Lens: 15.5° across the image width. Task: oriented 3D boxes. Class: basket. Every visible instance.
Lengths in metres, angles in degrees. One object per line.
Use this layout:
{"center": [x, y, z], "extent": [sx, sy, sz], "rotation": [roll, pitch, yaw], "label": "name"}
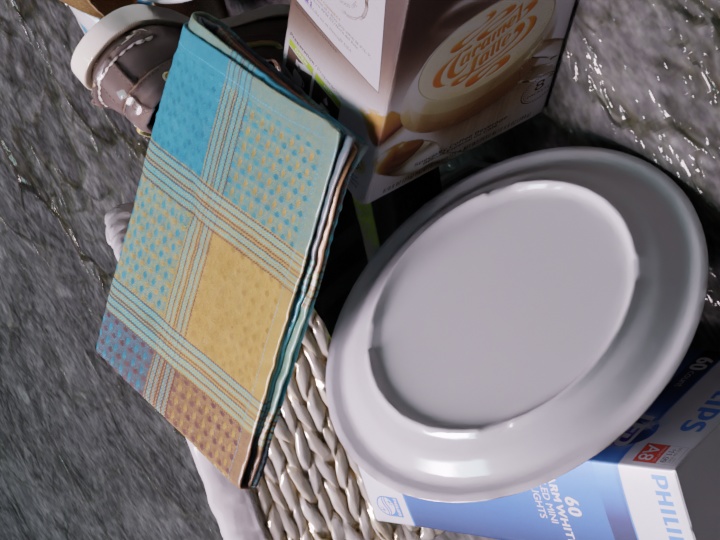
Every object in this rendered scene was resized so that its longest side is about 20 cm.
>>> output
{"center": [-0.035, 0.051, 1.509], "extent": [0.198, 0.161, 0.200], "rotation": [-121, 10, -68], "label": "basket"}

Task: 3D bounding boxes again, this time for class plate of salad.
{"center": [0.075, 0.027, 1.250], "extent": [0.200, 0.200, 0.048], "rotation": [38, 172, 46], "label": "plate of salad"}

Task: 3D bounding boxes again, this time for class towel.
{"center": [-0.068, -0.011, 1.315], "extent": [0.147, 0.022, 0.200], "rotation": [40, 123, 41], "label": "towel"}

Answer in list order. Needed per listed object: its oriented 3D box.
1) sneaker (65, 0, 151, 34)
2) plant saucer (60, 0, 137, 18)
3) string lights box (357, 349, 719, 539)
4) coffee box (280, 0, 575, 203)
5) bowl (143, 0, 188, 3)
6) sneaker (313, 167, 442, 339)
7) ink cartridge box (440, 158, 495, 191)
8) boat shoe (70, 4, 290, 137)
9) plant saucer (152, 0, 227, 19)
{"center": [-0.167, -0.190, 1.673], "extent": [0.200, 0.077, 0.081], "rotation": [59, 164, 15], "label": "sneaker"}
{"center": [-0.183, -0.231, 1.509], "extent": [0.200, 0.035, 0.200], "rotation": [-18, -90, -78], "label": "plant saucer"}
{"center": [0.104, 0.084, 1.278], "extent": [0.200, 0.103, 0.059], "rotation": [3, 121, 42], "label": "string lights box"}
{"center": [0.035, -0.132, 1.235], "extent": [0.080, 0.114, 0.200], "rotation": [53, 158, 21], "label": "coffee box"}
{"center": [-0.086, -0.244, 1.370], "extent": [0.201, 0.090, 0.201], "rotation": [21, 120, 40], "label": "bowl"}
{"center": [0.000, 0.000, 1.372], "extent": [0.083, 0.072, 0.200], "rotation": [3, 103, 31], "label": "sneaker"}
{"center": [0.101, 0.045, 1.397], "extent": [0.109, 0.050, 0.200], "rotation": [18, 134, 61], "label": "ink cartridge box"}
{"center": [-0.068, -0.103, 1.429], "extent": [0.060, 0.200, 0.072], "rotation": [49, 118, 25], "label": "boat shoe"}
{"center": [-0.117, -0.207, 1.532], "extent": [0.200, 0.037, 0.200], "rotation": [-20, -90, -88], "label": "plant saucer"}
